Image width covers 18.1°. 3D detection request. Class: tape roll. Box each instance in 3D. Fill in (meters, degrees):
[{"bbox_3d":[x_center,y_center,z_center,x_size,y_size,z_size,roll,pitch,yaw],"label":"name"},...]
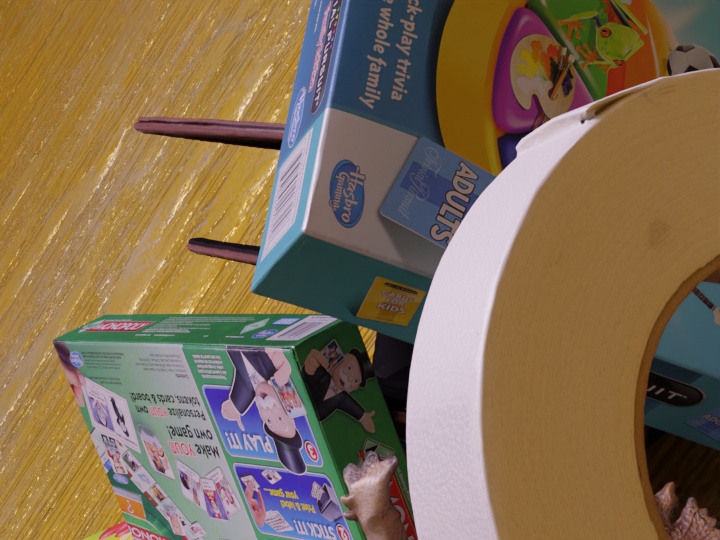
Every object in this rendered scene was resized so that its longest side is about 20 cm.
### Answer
[{"bbox_3d":[0.103,0.047,0.587,0.037,0.202,0.204,-23,43,57],"label":"tape roll"}]

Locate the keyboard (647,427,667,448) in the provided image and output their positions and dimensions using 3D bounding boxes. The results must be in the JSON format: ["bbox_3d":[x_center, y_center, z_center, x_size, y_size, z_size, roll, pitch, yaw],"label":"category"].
[{"bbox_3d":[0.158,0.002,0.795,0.200,0.040,0.104,-41,40,19],"label":"keyboard"}]

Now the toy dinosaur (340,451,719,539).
[{"bbox_3d":[0.052,0.113,0.629,0.086,0.136,0.200,-6,43,44],"label":"toy dinosaur"}]

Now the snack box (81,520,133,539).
[{"bbox_3d":[-0.101,0.169,1.021,0.142,0.053,0.200,-27,15,25],"label":"snack box"}]

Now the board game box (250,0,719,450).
[{"bbox_3d":[0.077,-0.036,0.715,0.047,0.199,0.152,134,151,-57],"label":"board game box"}]

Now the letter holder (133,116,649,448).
[{"bbox_3d":[0.000,0.000,0.825,0.200,0.142,0.101,10,92,64],"label":"letter holder"}]

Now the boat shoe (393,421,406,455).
[{"bbox_3d":[0.001,0.103,0.920,0.200,0.072,0.073,110,-176,-55],"label":"boat shoe"}]

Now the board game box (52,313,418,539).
[{"bbox_3d":[-0.040,0.082,0.838,0.029,0.135,0.200,-27,13,-28],"label":"board game box"}]
